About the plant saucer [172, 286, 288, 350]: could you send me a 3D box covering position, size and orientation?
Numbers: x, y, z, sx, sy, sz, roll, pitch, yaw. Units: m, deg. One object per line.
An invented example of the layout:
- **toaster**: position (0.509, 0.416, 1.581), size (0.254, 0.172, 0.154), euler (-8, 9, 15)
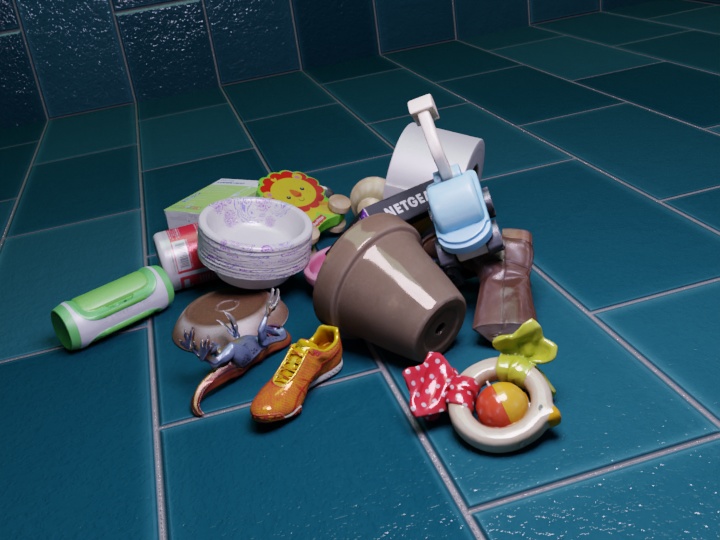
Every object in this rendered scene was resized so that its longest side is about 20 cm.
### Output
- **plant saucer**: position (-0.221, 0.073, 1.425), size (0.198, 0.037, 0.201), euler (-7, 25, 3)

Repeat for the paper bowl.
- **paper bowl**: position (-0.184, -0.042, 1.477), size (0.198, 0.105, 0.201), euler (6, 28, -3)

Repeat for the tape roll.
- **tape roll**: position (0.138, -0.160, 1.573), size (0.138, 0.205, 0.203), euler (16, 31, 15)

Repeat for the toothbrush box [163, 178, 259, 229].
- **toothbrush box**: position (-0.296, -0.124, 1.818), size (0.144, 0.087, 0.200), euler (6, 29, 30)

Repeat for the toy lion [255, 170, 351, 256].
- **toy lion**: position (-0.131, -0.123, 1.678), size (0.190, 0.069, 0.200), euler (28, 42, 13)

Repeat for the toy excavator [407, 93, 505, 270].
- **toy excavator**: position (0.131, -0.131, 1.240), size (0.099, 0.200, 0.196), euler (-17, 54, 11)

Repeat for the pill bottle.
- **pill bottle**: position (-0.281, -0.039, 1.595), size (0.198, 0.113, 0.112), euler (-16, 25, -16)

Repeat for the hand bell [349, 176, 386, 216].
- **hand bell**: position (0.016, -0.101, 1.627), size (0.103, 0.105, 0.200), euler (-4, 22, 10)

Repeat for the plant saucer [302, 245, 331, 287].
- **plant saucer**: position (0.000, 0.000, 1.481), size (0.198, 0.051, 0.201), euler (-8, 21, 3)

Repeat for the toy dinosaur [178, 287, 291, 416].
- **toy dinosaur**: position (-0.181, 0.123, 1.285), size (0.104, 0.202, 0.180), euler (0, -12, 45)

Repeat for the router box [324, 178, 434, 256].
- **router box**: position (0.053, -0.076, 1.399), size (0.199, 0.051, 0.149), euler (-26, -13, -37)

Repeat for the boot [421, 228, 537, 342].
- **boot**: position (0.175, 0.026, 1.280), size (0.184, 0.064, 0.202), euler (-4, 53, 16)

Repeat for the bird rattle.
- **bird rattle**: position (0.160, 0.151, 1.055), size (0.198, 0.113, 0.164), euler (-16, 41, -9)

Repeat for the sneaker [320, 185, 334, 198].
- **sneaker**: position (-0.128, -0.117, 1.764), size (0.199, 0.067, 0.091), euler (-19, 66, -35)

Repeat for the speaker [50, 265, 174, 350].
- **speaker**: position (-0.424, 0.062, 1.459), size (0.199, 0.089, 0.088), euler (-27, 30, -35)

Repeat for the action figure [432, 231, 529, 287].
- **action figure**: position (0.174, 0.012, 1.397), size (0.192, 0.105, 0.202), euler (-3, 51, 28)

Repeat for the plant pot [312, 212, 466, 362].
- **plant pot**: position (0.055, 0.043, 1.245), size (0.199, 0.202, 0.174), euler (-26, 48, -34)

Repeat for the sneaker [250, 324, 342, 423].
- **sneaker**: position (-0.094, 0.141, 1.183), size (0.072, 0.078, 0.200), euler (7, 30, 27)
